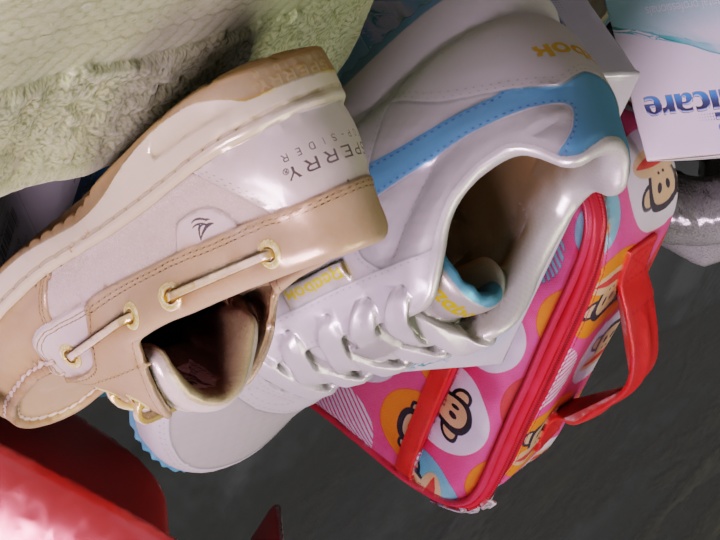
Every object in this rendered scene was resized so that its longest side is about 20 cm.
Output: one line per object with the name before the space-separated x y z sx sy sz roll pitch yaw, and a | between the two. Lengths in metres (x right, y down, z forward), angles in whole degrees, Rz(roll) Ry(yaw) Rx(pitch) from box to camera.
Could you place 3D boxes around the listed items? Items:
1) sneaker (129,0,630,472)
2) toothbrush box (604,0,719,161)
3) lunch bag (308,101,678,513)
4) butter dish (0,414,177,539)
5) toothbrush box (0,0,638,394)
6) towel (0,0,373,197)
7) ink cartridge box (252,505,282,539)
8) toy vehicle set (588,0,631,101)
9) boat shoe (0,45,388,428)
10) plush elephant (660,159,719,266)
sneaker | 0.000 0.000 0.836 0.200 0.081 0.076 -46 139 20
toothbrush box | 0.160 -0.160 1.021 0.146 0.085 0.201 -28 106 -40
lunch bag | 0.047 -0.002 1.096 0.082 0.176 0.200 -30 150 -43
butter dish | -0.154 0.104 0.951 0.200 0.199 0.148 -59 -173 31
toothbrush box | -0.025 -0.039 0.923 0.199 0.085 0.147 -3 135 -31
towel | -0.053 -0.087 0.724 0.200 0.036 0.149 -19 144 -42
ink cartridge box | -0.106 0.193 1.103 0.176 0.084 0.200 -55 -162 17
toy vehicle set | 0.091 -0.073 1.256 0.200 0.027 0.124 -51 158 7
boat shoe | -0.058 0.011 0.778 0.074 0.069 0.200 -22 167 -37
plush elephant | 0.202 -0.072 1.191 0.164 0.200 0.155 -22 143 -33
